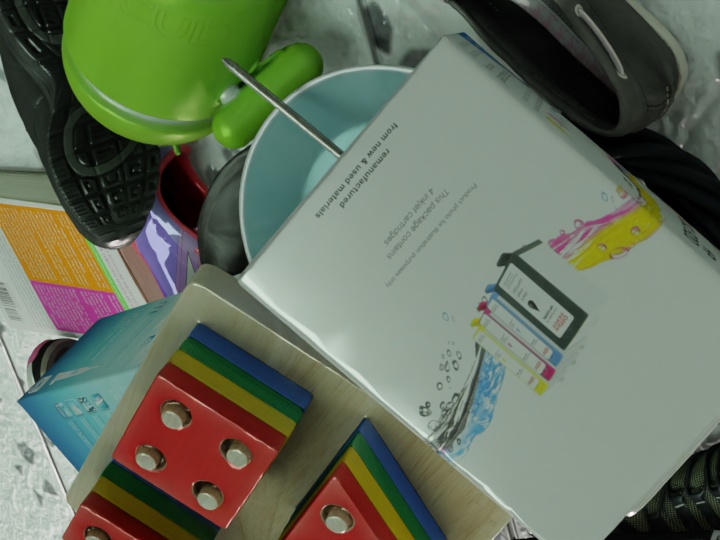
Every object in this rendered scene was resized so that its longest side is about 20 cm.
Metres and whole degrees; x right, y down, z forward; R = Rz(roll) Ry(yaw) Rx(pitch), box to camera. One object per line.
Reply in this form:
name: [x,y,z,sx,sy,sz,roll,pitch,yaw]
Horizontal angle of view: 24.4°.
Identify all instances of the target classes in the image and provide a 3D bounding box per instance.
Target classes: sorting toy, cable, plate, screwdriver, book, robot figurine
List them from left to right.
book: [-0.218,-0.007,1.234,0.200,0.048,0.134,6,127,41]
robot figurine: [-0.106,-0.153,0.958,0.175,0.116,0.200,47,141,14]
sorting toy: [-0.048,0.130,0.864,0.199,0.070,0.200,33,130,-1]
screwdriver: [0.002,-0.045,0.873,0.200,0.028,0.029,35,96,3]
plate: [0.027,-0.020,0.909,0.200,0.026,0.200,11,118,22]
cable: [0.147,0.005,0.894,0.163,0.051,0.200,3,121,42]

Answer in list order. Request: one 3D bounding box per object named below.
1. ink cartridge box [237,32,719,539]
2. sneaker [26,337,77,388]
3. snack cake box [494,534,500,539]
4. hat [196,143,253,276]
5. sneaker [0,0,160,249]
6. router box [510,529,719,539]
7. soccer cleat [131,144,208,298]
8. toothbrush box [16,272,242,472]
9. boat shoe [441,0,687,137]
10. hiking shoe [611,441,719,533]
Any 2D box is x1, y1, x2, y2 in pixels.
ink cartridge box: [0.074,0.007,0.781,0.200,0.147,0.145,41,101,0]
sneaker: [-0.163,0.119,1.257,0.200,0.074,0.087,47,140,-6]
snack cake box: [-0.011,0.202,1.071,0.115,0.200,0.067,12,113,36]
hat: [0.000,0.000,0.996,0.200,0.081,0.201,12,119,22]
sneaker: [-0.187,-0.100,1.096,0.200,0.076,0.091,69,156,18]
router box: [0.192,0.202,0.905,0.200,0.051,0.149,-9,134,40]
soccer cleat: [-0.097,0.007,1.118,0.076,0.067,0.200,-26,98,45]
toothbrush box: [-0.089,0.092,0.987,0.146,0.085,0.200,52,145,-15]
boat shoe: [0.076,-0.143,0.839,0.200,0.057,0.067,42,140,11]
hiking shoe: [0.205,0.113,0.904,0.200,0.076,0.101,7,129,28]
